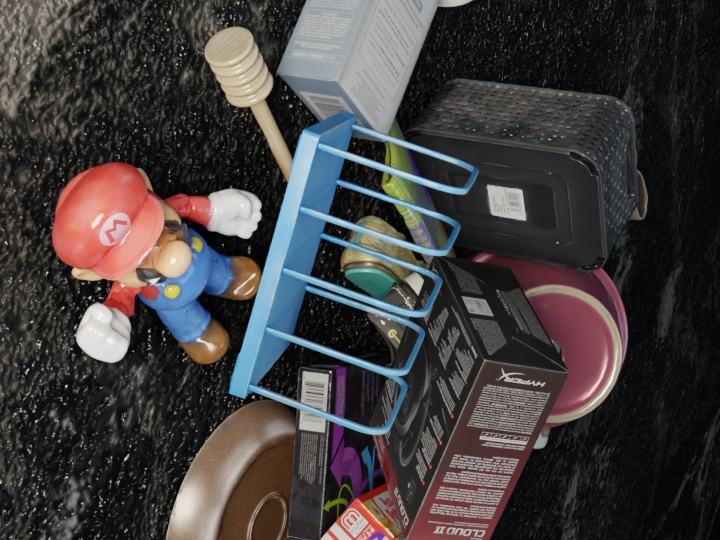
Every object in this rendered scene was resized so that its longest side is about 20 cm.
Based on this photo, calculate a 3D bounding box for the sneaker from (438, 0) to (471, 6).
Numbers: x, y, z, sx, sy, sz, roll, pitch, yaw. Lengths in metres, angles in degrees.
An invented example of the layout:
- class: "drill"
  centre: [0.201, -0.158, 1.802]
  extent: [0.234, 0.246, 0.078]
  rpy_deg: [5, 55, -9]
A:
- class: "sneaker"
  centre: [0.120, -0.338, 1.070]
  extent: [0.200, 0.073, 0.116]
  rpy_deg: [-46, 141, -41]

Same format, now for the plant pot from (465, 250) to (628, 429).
- class: "plant pot"
  centre: [0.175, 0.069, 1.129]
  extent: [0.179, 0.198, 0.202]
  rpy_deg: [-100, -161, -85]

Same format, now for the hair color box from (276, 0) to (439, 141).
- class: "hair color box"
  centre: [0.012, -0.219, 0.940]
  extent: [0.099, 0.060, 0.201]
  rpy_deg: [44, 63, -57]

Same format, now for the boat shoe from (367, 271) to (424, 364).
- class: "boat shoe"
  centre: [0.054, 0.084, 1.052]
  extent: [0.060, 0.072, 0.202]
  rpy_deg: [-31, 137, -10]

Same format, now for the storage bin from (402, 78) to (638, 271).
- class: "storage bin"
  centre: [0.151, -0.092, 1.085]
  extent: [0.094, 0.199, 0.136]
  rpy_deg: [-51, 141, -37]

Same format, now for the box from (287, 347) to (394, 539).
- class: "box"
  centre: [-0.006, 0.149, 1.029]
  extent: [0.200, 0.036, 0.144]
  rpy_deg: [-5, 99, -70]

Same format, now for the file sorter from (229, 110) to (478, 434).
- class: "file sorter"
  centre: [0.000, 0.000, 0.863]
  extent: [0.139, 0.122, 0.201]
  rpy_deg: [-53, 160, -73]

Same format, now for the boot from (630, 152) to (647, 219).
- class: "boot"
  centre: [0.260, -0.079, 1.335]
  extent: [0.070, 0.145, 0.201]
  rpy_deg: [-61, 147, -29]

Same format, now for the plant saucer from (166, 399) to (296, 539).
- class: "plant saucer"
  centre: [-0.088, 0.209, 0.959]
  extent: [0.200, 0.032, 0.202]
  rpy_deg: [-28, 123, -54]

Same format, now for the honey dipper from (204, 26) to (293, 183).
- class: "honey dipper"
  centre: [-0.065, -0.102, 0.879]
  extent: [0.038, 0.038, 0.200]
  rpy_deg: [-62, 150, -25]

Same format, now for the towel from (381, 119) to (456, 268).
- class: "towel"
  centre: [0.056, -0.038, 1.025]
  extent: [0.144, 0.023, 0.201]
  rpy_deg: [-97, 163, -52]

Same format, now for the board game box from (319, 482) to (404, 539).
- class: "board game box"
  centre: [-0.003, 0.251, 1.001]
  extent: [0.152, 0.046, 0.200]
  rpy_deg: [-50, 165, 11]

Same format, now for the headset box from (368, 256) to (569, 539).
- class: "headset box"
  centre: [0.077, 0.113, 0.929]
  extent: [0.149, 0.077, 0.201]
  rpy_deg: [-110, -146, -57]

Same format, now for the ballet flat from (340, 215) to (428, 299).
- class: "ballet flat"
  centre: [0.039, 0.009, 1.075]
  extent: [0.200, 0.070, 0.071]
  rpy_deg: [47, 61, -56]

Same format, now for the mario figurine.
- class: "mario figurine"
  centre: [-0.119, 0.002, 0.744]
  extent: [0.200, 0.105, 0.124]
  rpy_deg: [47, 32, -63]

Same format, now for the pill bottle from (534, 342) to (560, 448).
- class: "pill bottle"
  centre: [0.175, 0.090, 1.287]
  extent: [0.111, 0.110, 0.202]
  rpy_deg: [14, 89, -60]
